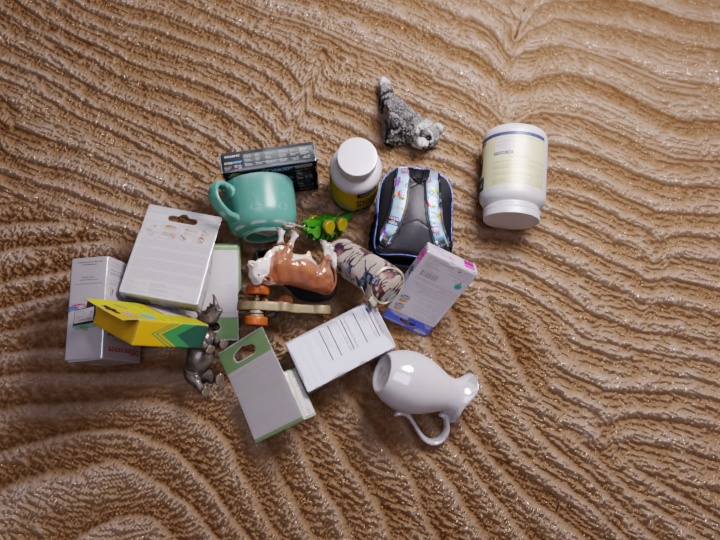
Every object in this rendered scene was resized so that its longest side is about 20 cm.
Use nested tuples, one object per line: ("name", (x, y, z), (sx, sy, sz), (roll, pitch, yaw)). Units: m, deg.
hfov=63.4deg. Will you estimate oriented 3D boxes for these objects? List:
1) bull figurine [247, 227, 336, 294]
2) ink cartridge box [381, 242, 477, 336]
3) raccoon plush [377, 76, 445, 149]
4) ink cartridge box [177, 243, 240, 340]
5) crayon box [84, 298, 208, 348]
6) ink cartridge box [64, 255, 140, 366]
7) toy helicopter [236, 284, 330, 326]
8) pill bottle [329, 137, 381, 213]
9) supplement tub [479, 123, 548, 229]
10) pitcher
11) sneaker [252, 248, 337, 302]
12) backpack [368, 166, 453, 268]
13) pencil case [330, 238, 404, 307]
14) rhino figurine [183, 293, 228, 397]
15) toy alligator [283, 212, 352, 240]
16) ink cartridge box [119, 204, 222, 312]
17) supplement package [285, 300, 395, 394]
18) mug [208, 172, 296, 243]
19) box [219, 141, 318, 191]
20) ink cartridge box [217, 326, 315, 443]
("bull figurine", (-0.134, -0.015, 1.175), (0.198, 0.065, 0.123), (16, 88, -30))
("ink cartridge box", (0.140, 0.044, 1.221), (0.118, 0.201, 0.042), (24, 33, -14))
("raccoon plush", (0.119, -0.366, 1.346), (0.132, 0.097, 0.203), (-2, 77, -11))
("ink cartridge box", (-0.329, 0.045, 1.247), (0.144, 0.048, 0.203), (0, 99, -3))
("crayon box", (-0.405, 0.101, 1.099), (0.126, 0.199, 0.051), (19, 91, 33))
("ink cartridge box", (-0.511, 0.087, 1.177), (0.083, 0.145, 0.203), (-4, 78, 8))
("toy helicopter", (-0.161, 0.082, 1.225), (0.198, 0.132, 0.080), (5, 80, -21))
("pill bottle", (-0.012, -0.203, 1.244), (0.110, 0.200, 0.113), (0, 78, -2))
("supplement tub", (0.338, -0.205, 1.291), (0.143, 0.145, 0.203), (7, 78, -2))
("pitcher", (0.119, 0.261, 1.190), (0.198, 0.121, 0.173), (21, 92, -20))
("sneaker", (-0.144, 0.010, 1.248), (0.198, 0.091, 0.077), (20, 75, 0))
("backpack", (0.111, -0.114, 1.264), (0.180, 0.135, 0.203), (5, 77, -2))
("pencil case", (0.000, 0.000, 1.215), (0.089, 0.078, 0.200), (-34, 36, -19))
("rhino figurine", (-0.317, 0.147, 1.190), (0.087, 0.059, 0.203), (13, 96, 38))
("toy alligator", (-0.091, -0.088, 1.260), (0.059, 0.199, 0.055), (21, 115, 38))
("ink cartridge box", (-0.381, -0.026, 1.189), (0.160, 0.050, 0.202), (10, 63, -1))
("supplement package", (-0.042, 0.160, 1.208), (0.198, 0.114, 0.110), (-26, 80, -9))
("mug", (-0.226, -0.124, 1.236), (0.183, 0.152, 0.116), (-6, 77, -16))
("box", (-0.191, -0.211, 1.257), (0.197, 0.159, 0.047), (-9, 77, -4))
("ink cartridge box", (-0.193, 0.229, 1.182), (0.145, 0.048, 0.202), (-31, 78, 28))
